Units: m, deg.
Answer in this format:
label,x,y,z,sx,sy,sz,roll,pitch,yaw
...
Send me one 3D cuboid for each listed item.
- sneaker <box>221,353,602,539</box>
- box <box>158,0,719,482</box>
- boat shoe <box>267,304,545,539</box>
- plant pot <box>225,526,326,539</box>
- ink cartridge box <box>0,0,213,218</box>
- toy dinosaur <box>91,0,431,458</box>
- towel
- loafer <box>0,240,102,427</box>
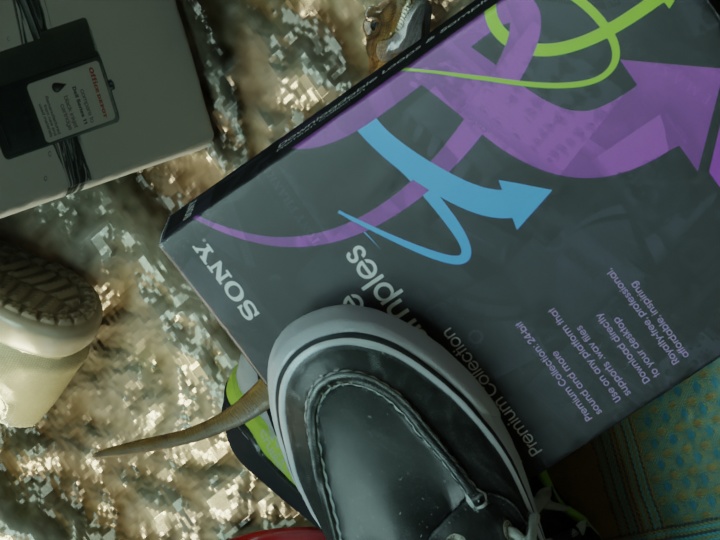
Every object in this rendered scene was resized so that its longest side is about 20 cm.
label,x,y,z,sx,sy,sz,roll,pitch,yaw
sneaker,0.028,0.067,1.075,0.200,0.072,0.083,33,120,24
box,0.052,-0.012,1.001,0.200,0.036,0.143,-35,101,15
boat shoe,0.029,0.106,0.987,0.073,0.068,0.200,-21,108,10
plant pot,-0.038,0.218,1.121,0.201,0.200,0.183,54,146,8
ink cartridge box,-0.176,-0.054,1.127,0.146,0.200,0.083,-10,97,38
toy dinosaur,0.000,0.000,1.068,0.106,0.060,0.200,16,74,35
towel,0.096,0.084,1.087,0.146,0.022,0.200,-13,97,39
loafer,-0.199,0.008,1.246,0.200,0.076,0.068,26,115,27
